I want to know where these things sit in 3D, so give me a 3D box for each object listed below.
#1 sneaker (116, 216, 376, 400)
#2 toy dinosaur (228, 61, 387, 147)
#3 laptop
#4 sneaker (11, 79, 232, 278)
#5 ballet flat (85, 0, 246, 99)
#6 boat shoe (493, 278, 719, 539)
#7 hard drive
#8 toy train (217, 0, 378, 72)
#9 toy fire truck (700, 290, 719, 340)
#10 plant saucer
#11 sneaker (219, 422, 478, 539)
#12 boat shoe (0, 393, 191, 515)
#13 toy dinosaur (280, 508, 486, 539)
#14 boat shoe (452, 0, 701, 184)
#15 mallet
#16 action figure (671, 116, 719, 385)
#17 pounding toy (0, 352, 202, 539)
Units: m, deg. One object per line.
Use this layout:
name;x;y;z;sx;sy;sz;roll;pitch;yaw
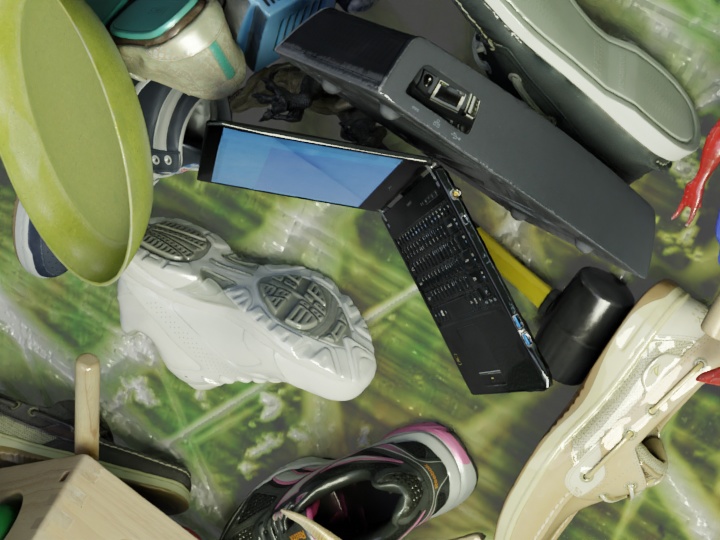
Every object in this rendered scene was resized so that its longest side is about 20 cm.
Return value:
sneaker;-0.077;0.042;0.926;0.199;0.078;0.100;27;126;24
toy dinosaur;-0.008;-0.097;0.841;0.198;0.088;0.048;13;117;26
laptop;0.000;0.000;0.794;0.103;0.177;0.201;-27;89;-9
sneaker;-0.155;-0.061;0.939;0.108;0.070;0.201;34;112;20
ballet flat;-0.128;-0.134;0.842;0.062;0.067;0.200;51;169;-31
boat shoe;0.144;0.103;0.814;0.065;0.072;0.201;37;110;18
hard drive;0.061;-0.069;0.743;0.043;0.199;0.135;-59;33;1
toy train;-0.072;-0.219;0.825;0.201;0.114;0.087;52;157;9
toy fire truck;0.250;-0.020;0.654;0.128;0.200;0.178;15;107;24
plant saucer;-0.174;-0.090;0.846;0.200;0.031;0.202;36;137;42
sneaker;-0.027;0.157;0.907;0.199;0.086;0.081;-35;82;30
boat shoe;-0.210;0.123;1.009;0.199;0.066;0.072;10;149;12
toy dinosaur;0.038;0.203;0.848;0.100;0.058;0.200;-26;128;11
boat shoe;0.095;-0.115;0.755;0.200;0.076;0.060;41;132;-16
mallet;0.078;-0.023;0.843;0.200;0.041;0.066;48;121;16
action figure;0.207;-0.040;0.749;0.052;0.065;0.202;-175;90;-67
pounding toy;-0.177;0.179;0.919;0.200;0.143;0.183;43;148;-22
